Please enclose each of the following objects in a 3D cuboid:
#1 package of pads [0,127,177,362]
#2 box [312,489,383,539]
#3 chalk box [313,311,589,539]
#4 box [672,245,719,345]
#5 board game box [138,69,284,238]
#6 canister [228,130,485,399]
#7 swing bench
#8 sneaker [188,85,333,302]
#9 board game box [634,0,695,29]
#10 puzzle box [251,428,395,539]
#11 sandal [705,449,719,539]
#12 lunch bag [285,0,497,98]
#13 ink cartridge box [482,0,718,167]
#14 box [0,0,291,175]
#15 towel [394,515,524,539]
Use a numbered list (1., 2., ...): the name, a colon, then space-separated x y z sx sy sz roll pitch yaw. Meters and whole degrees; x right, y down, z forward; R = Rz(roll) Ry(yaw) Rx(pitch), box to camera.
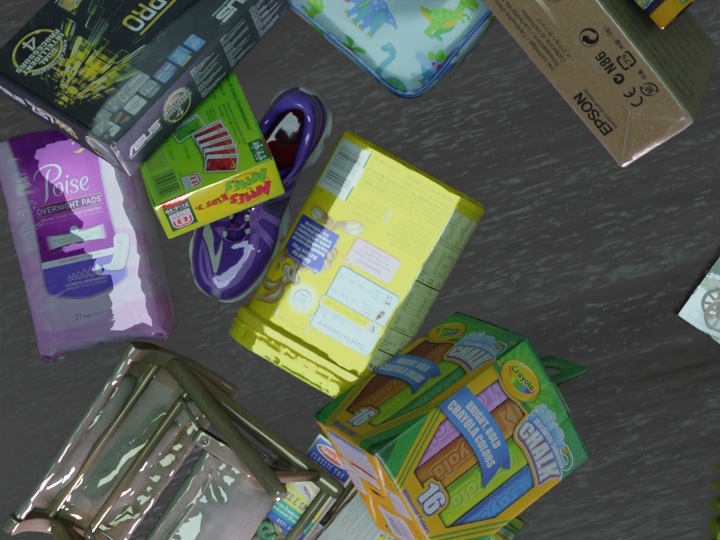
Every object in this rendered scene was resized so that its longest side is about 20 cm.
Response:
1. package of pads: -0.237 -0.028 1.226 0.120 0.076 0.200 -11 93 4
2. box: 0.013 0.199 1.205 0.041 0.039 0.200 41 79 0
3. chalk box: 0.090 0.120 1.134 0.200 0.125 0.124 -36 111 -17
4. box: 0.385 0.037 1.182 0.200 0.038 0.137 34 97 2
5. board game box: -0.144 -0.131 1.161 0.101 0.048 0.200 -22 57 -4
6. canister: 0.000 0.000 1.198 0.148 0.087 0.200 29 96 2
7. swing bench: -0.161 0.200 1.206 0.200 0.130 0.199 40 99 23
8. sneaker: -0.094 -0.068 1.204 0.081 0.083 0.200 24 98 4
9. board game box: 0.220 -0.284 1.094 0.165 0.200 0.057 47 124 2
10. puzzle box: 0.007 0.252 1.248 0.200 0.025 0.133 36 97 3
11. sandal: 0.340 0.213 1.187 0.087 0.079 0.200 6 103 2
12. lunch bag: 0.024 -0.253 1.176 0.200 0.082 0.161 40 98 2
13. ink cartridge box: 0.185 -0.202 1.103 0.075 0.165 0.200 -36 100 32
14. box: -0.180 -0.190 1.144 0.161 0.049 0.200 33 72 27
15. towel: 0.054 0.275 1.223 0.086 0.018 0.200 32 97 4
